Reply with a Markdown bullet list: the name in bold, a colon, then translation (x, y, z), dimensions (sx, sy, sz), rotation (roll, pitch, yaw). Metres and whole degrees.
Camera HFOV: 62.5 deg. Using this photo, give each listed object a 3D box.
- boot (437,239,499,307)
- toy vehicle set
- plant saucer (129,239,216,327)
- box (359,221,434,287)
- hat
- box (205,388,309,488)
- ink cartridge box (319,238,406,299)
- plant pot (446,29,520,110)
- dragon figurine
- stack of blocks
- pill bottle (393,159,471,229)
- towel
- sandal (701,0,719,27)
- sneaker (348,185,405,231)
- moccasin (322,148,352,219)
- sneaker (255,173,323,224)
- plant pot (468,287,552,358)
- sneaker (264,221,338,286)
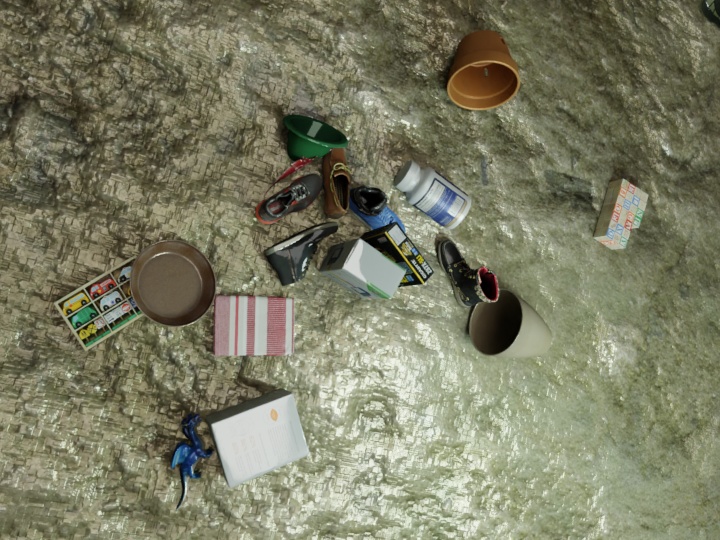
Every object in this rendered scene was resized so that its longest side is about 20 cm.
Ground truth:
- **boot**: translation (0.292, 0.004, 1.605), dimensions (0.073, 0.150, 0.202), rotation (-21, 94, -21)
- **toy vehicle set**: translation (-0.559, 0.071, 1.331), dimensions (0.199, 0.026, 0.125), rotation (-35, 99, -20)
- **plant saucer**: translation (-0.431, 0.031, 1.360), dimensions (0.199, 0.037, 0.203), rotation (10, 73, -34)
- **box**: translation (0.082, -0.034, 1.499), dimensions (0.049, 0.200, 0.160), rotation (-44, 102, -20)
- **hat**: translation (-0.150, -0.281, 1.510), dimensions (0.198, 0.166, 0.177), rotation (6, 122, -30)
- **box**: translation (-0.241, 0.387, 1.392), dimensions (0.198, 0.106, 0.154), rotation (-17, 92, -21)
- **ink cartridge box**: translation (0.000, 0.000, 1.465), dimensions (0.145, 0.200, 0.088), rotation (33, 79, -17)
- **plant pot**: translation (0.338, -0.566, 1.652), dimensions (0.198, 0.200, 0.142), rotation (11, 66, -20)
- **dragon figurine**: translation (-0.401, 0.428, 1.352), dimensions (0.099, 0.059, 0.202), rotation (31, 75, -17)
- **stack of blocks**: translation (0.823, -0.171, 1.876), dimensions (0.114, 0.058, 0.202), rotation (26, 77, -18)
- **pill bottle**: translation (0.191, -0.207, 1.601), dimensions (0.199, 0.111, 0.112), rotation (32, 76, -16)
- **towel**: translation (-0.259, 0.135, 1.449), dimensions (0.198, 0.023, 0.146), rotation (3, 83, -23)
- **sandal**: translation (1.286, -0.918, 2.109), dimensions (0.200, 0.080, 0.058), rotation (31, 59, -23)
- **sneaker**: translation (0.051, -0.148, 1.541), dimensions (0.199, 0.111, 0.077), rotation (37, 74, -15)
- **moccasin**: translation (-0.056, -0.233, 1.506), dimensions (0.073, 0.077, 0.204), rotation (22, 59, -35)
- **sneaker**: translation (-0.164, -0.180, 1.473), dimensions (0.199, 0.082, 0.077), rotation (-38, 99, -22)
- **plant pot**: translation (0.437, 0.170, 1.651), dimensions (0.199, 0.186, 0.190), rotation (23, 78, -33)
- **sneaker**: translation (-0.133, -0.045, 1.490), dimensions (0.198, 0.075, 0.107), rotation (-26, 101, -12)
